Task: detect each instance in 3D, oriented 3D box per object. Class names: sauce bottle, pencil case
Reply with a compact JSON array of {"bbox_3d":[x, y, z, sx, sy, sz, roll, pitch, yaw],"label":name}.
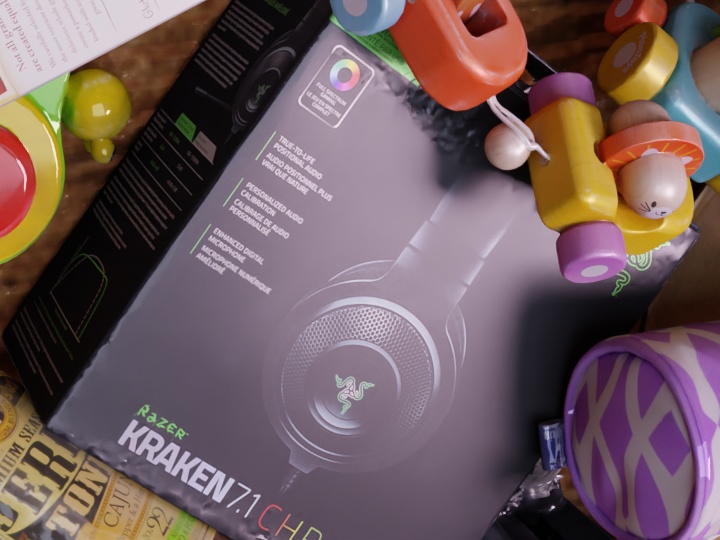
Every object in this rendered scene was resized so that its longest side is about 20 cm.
[{"bbox_3d":[-0.132,0.070,0.705,0.199,0.065,0.065,34,95,-9],"label":"sauce bottle"},{"bbox_3d":[0.169,0.054,0.734,0.198,0.084,0.086,-8,89,-27],"label":"pencil case"}]

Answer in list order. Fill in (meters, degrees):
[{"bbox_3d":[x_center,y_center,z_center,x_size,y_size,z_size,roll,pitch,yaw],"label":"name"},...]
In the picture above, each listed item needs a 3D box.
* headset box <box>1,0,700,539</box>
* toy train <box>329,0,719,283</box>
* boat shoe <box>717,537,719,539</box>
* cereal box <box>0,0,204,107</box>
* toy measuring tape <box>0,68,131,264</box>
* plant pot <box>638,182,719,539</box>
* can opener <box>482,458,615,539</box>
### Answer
[{"bbox_3d":[0.000,0.000,0.734,0.174,0.093,0.201,35,94,-27],"label":"headset box"},{"bbox_3d":[0.083,-0.082,0.682,0.199,0.055,0.151,-22,84,-50],"label":"toy train"},{"bbox_3d":[0.136,0.128,0.845,0.200,0.072,0.072,-46,105,-24],"label":"boat shoe"},{"bbox_3d":[-0.059,-0.122,0.641,0.199,0.144,0.040,-28,116,-9],"label":"cereal box"},{"bbox_3d":[-0.171,-0.025,0.677,0.198,0.074,0.074,-16,113,-14],"label":"toy measuring tape"},{"bbox_3d":[0.189,0.030,0.806,0.198,0.027,0.202,-5,101,-26],"label":"plant pot"},{"bbox_3d":[0.091,0.131,0.759,0.063,0.200,0.079,-20,125,-29],"label":"can opener"}]
